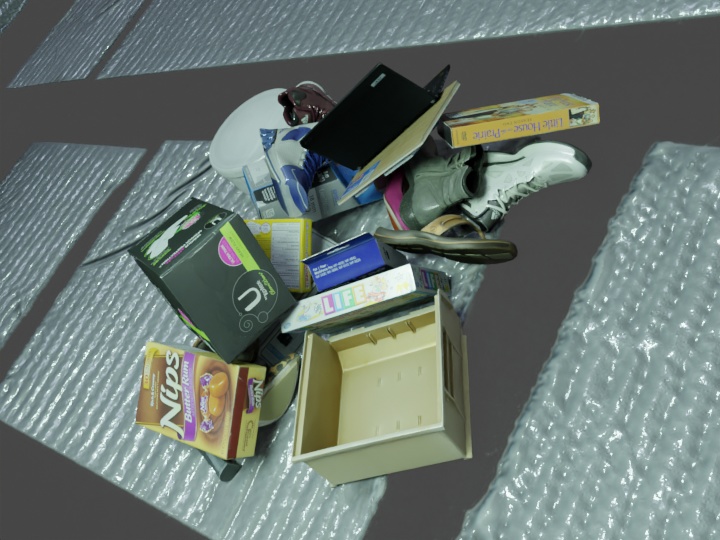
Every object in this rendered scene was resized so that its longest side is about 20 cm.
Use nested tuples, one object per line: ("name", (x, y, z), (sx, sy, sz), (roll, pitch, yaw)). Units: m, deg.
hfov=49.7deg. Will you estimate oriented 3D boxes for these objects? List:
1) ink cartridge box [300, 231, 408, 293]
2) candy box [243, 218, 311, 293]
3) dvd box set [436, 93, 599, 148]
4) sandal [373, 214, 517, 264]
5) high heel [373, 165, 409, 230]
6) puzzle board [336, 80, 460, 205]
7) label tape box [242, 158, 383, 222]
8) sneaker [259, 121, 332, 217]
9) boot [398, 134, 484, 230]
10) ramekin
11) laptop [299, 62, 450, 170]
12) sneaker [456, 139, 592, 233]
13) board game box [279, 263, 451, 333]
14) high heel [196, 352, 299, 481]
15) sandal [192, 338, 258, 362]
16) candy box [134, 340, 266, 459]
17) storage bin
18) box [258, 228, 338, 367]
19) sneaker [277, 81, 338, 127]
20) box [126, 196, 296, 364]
("ink cartridge box", (0.000, 0.000, 1.024), (0.097, 0.200, 0.040), (-22, 76, 14))
("candy box", (-0.150, -0.024, 1.155), (0.196, 0.026, 0.106), (3, 95, 40))
("dvd box set", (0.208, -0.207, 1.062), (0.194, 0.030, 0.147), (-9, 18, 1))
("sandal", (0.111, -0.047, 1.031), (0.195, 0.081, 0.056), (9, 81, 27))
("high heel", (0.079, -0.116, 1.161), (0.094, 0.068, 0.203), (-22, 48, 1))
("puzzle board", (0.055, -0.179, 1.121), (0.199, 0.017, 0.152), (-32, 22, 48))
("label tape box", (-0.079, -0.142, 1.242), (0.195, 0.064, 0.145), (-20, 37, -8))
("sneaker", (-0.085, -0.172, 1.161), (0.112, 0.082, 0.201), (-18, 37, -3))
("boot", (0.125, -0.148, 1.106), (0.129, 0.067, 0.203), (-32, 34, 34))
("ramekin", (-0.173, -0.227, 1.422), (0.198, 0.095, 0.206), (-21, 44, 22))
("laptop", (0.025, -0.242, 1.134), (0.176, 0.103, 0.202), (-36, 18, 34))
("sneaker", (0.213, -0.102, 1.048), (0.198, 0.075, 0.118), (0, 62, 48))
("board game box", (0.007, 0.042, 1.028), (0.196, 0.134, 0.035), (-19, 78, 23))
("high heel", (-0.175, 0.173, 1.096), (0.142, 0.071, 0.202), (35, 88, 42))
("sandal", (-0.211, 0.126, 1.117), (0.199, 0.054, 0.084), (-30, 69, 48))
("candy box", (-0.219, 0.170, 1.046), (0.196, 0.056, 0.120), (7, 88, 40))
("storage bin", (0.029, 0.141, 0.954), (0.196, 0.094, 0.202), (-19, 46, 24))
("box", (-0.102, 0.039, 1.167), (0.201, 0.060, 0.116), (-52, 41, -11))
("sneaker", (-0.060, -0.238, 1.285), (0.198, 0.115, 0.077), (36, 121, 18))
("box", (-0.199, 0.006, 1.025), (0.124, 0.150, 0.199), (-41, 26, -15))
